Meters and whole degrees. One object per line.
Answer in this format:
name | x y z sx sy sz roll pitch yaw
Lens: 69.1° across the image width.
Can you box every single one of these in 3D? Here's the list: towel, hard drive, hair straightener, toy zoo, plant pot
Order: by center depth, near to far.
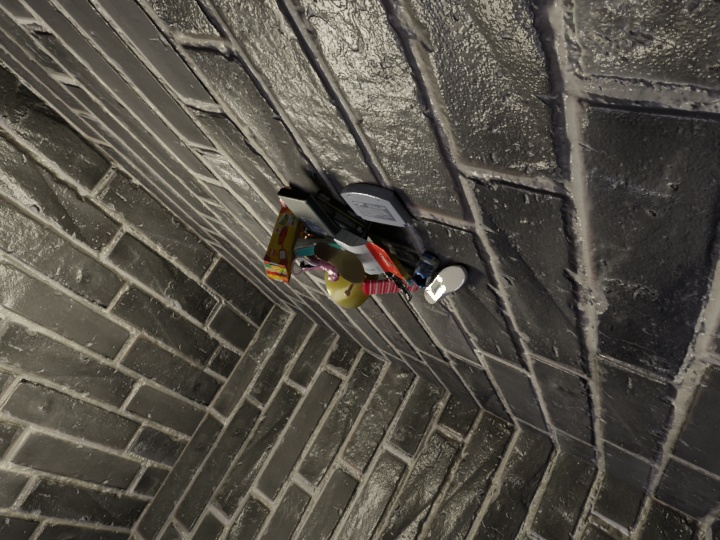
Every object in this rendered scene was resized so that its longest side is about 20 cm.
hard drive | -0.153 -0.170 1.603 0.138 0.033 0.200 19 159 41
toy zoo | 0.106 -0.023 1.656 0.201 0.020 0.131 51 180 40
hair straightener | 0.103 0.025 1.665 0.201 0.041 0.077 57 -176 33
towel | 0.103 0.050 1.789 0.195 0.023 0.145 -5 163 -1
plant pot | -0.013 0.020 1.915 0.199 0.203 0.141 37 140 -20

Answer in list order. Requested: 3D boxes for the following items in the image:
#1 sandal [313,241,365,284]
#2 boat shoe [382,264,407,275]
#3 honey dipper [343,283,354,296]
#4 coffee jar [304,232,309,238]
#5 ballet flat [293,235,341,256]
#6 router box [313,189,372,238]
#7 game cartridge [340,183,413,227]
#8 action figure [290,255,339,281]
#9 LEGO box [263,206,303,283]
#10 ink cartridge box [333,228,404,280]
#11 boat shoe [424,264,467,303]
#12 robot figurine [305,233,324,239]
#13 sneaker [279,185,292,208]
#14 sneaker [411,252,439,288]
sandal | -0.050 -0.025 1.623 0.210 0.079 0.069 32 -173 29
boat shoe | 0.065 -0.021 1.782 0.196 0.074 0.062 19 173 19
honey dipper | 0.000 0.000 1.741 0.037 0.202 0.038 29 166 8
coffee jar | -0.168 -0.085 2.034 0.198 0.086 0.105 16 153 44
ballet flat | -0.121 -0.088 1.695 0.195 0.073 0.072 -1 160 4
router box | -0.064 -0.153 1.661 0.198 0.063 0.150 31 164 5
game cartridge | 0.040 -0.180 1.423 0.198 0.041 0.133 17 162 45
action figure | -0.111 -0.028 1.738 0.197 0.137 0.148 24 -153 27
LEGO box | -0.253 -0.082 1.752 0.075 0.204 0.150 13 156 3
ink cartridge box | 0.026 -0.035 1.592 0.199 0.047 0.161 31 166 40
boat shoe | 0.267 0.038 1.568 0.073 0.068 0.201 54 144 16
robot figurine | -0.107 -0.093 1.831 0.198 0.058 0.147 31 130 17
sneaker | -0.205 -0.202 1.776 0.085 0.075 0.201 24 162 23
sneaker | 0.191 0.015 1.626 0.076 0.086 0.201 28 165 14
